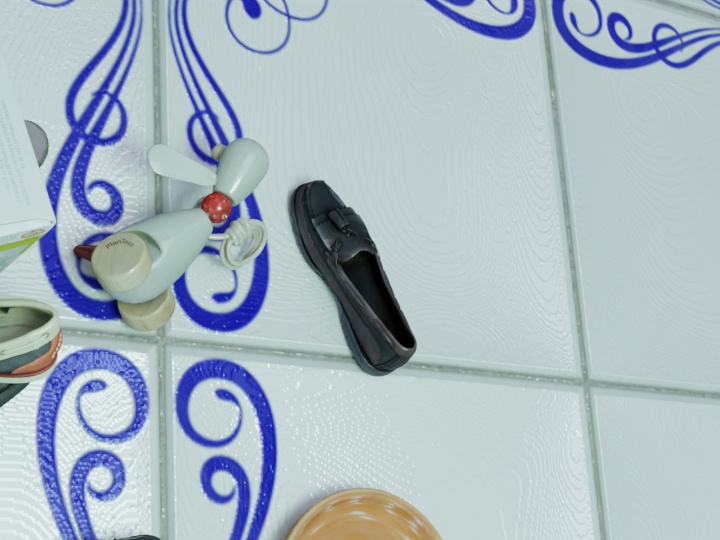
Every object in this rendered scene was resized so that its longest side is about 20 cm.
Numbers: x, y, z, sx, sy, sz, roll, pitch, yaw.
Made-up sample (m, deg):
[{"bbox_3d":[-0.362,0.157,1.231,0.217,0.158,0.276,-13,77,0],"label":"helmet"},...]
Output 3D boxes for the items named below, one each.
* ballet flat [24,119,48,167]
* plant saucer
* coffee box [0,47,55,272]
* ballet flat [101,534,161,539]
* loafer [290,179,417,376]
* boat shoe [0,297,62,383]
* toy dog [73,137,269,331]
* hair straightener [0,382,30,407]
[{"bbox_3d":[-0.357,-0.101,1.148,0.197,0.046,0.068,-3,83,-29],"label":"ballet flat"},{"bbox_3d":[0.003,0.298,1.240,0.198,0.037,0.203,13,66,-31],"label":"plant saucer"},{"bbox_3d":[-0.363,-0.084,1.003,0.198,0.197,0.202,-16,87,-28],"label":"coffee box"},{"bbox_3d":[-0.233,0.247,1.082,0.198,0.073,0.074,-10,78,-35],"label":"ballet flat"},{"bbox_3d":[0.000,0.000,1.331,0.071,0.063,0.202,-22,86,-37],"label":"loafer"},{"bbox_3d":[-0.328,0.053,1.066,0.197,0.063,0.072,0,59,-15],"label":"boat shoe"},{"bbox_3d":[-0.173,-0.042,1.216,0.096,0.133,0.200,28,44,25],"label":"toy dog"},{"bbox_3d":[-0.320,0.141,1.077,0.077,0.041,0.200,49,48,-10],"label":"hair straightener"}]
